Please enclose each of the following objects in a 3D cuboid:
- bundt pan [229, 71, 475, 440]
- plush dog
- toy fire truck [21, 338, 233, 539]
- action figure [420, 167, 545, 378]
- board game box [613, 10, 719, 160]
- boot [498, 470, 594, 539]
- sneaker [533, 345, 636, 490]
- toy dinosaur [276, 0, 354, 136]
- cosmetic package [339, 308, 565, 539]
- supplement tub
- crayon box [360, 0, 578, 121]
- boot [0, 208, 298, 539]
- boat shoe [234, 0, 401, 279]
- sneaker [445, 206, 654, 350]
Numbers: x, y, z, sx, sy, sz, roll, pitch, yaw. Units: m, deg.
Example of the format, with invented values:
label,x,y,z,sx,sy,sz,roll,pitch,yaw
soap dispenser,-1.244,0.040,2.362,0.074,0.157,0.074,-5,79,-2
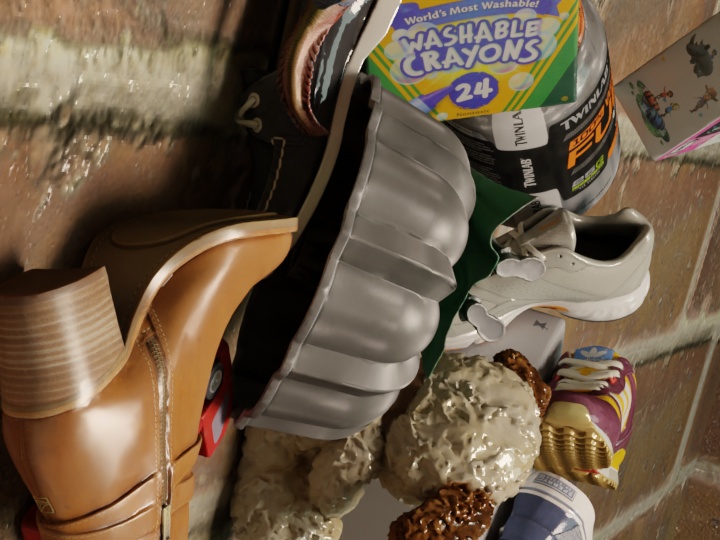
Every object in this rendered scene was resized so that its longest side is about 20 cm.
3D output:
label,x,y,z,sx,sy,sz,roll,pitch,yaw
bundt pan,0.000,0.000,1.115,0.202,0.076,0.202,-159,-90,-78
plush dog,0.027,0.085,1.257,0.161,0.172,0.200,87,28,-47
toy fire truck,-0.122,0.139,1.069,0.141,0.049,0.200,87,26,-48
action figure,0.040,-0.030,1.225,0.055,0.200,0.118,27,104,-32
board game box,0.291,-0.156,1.404,0.147,0.064,0.200,-19,167,-46
boot,0.124,0.225,1.472,0.090,0.073,0.200,-55,149,-24
sneaker,0.145,0.088,1.402,0.200,0.075,0.090,61,40,-74
toy dinosaur,0.005,-0.203,1.058,0.181,0.105,0.200,-44,159,-46
cosmetic package,0.047,0.148,1.458,0.199,0.123,0.200,-54,156,-45
supplement tub,0.106,-0.119,1.385,0.200,0.122,0.123,65,46,-64
crayon box,0.059,-0.171,1.183,0.200,0.126,0.052,84,-4,-49
boot,-0.093,0.058,0.983,0.200,0.074,0.155,-26,112,-47
boat shoe,-0.034,-0.096,1.095,0.200,0.060,0.074,-68,-162,0
sneaker,0.104,-0.007,1.408,0.092,0.200,0.076,99,-24,-55
